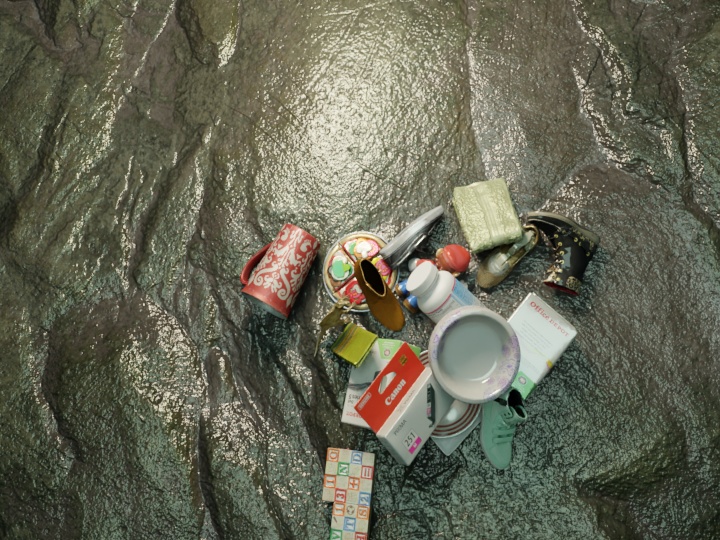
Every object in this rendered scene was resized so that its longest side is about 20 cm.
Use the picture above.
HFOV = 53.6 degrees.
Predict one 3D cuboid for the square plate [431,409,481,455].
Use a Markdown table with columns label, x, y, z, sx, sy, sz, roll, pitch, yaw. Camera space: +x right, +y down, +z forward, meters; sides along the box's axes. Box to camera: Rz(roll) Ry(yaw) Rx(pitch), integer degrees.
| label | x | y | z | sx | sy | sz | roll | pitch | yaw |
| --- | --- | --- | --- | --- | --- | --- | --- | --- | --- |
| square plate | 0.207 | 0.291 | 1.682 | 0.200 | 0.028 | 0.198 | -43 | 76 | -4 |

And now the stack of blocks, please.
| label | x | y | z | sx | sy | sz | roll | pitch | yaw |
| --- | --- | --- | --- | --- | --- | --- | --- | --- | --- |
| stack of blocks | -0.028 | 0.519 | 1.644 | 0.112 | 0.059 | 0.206 | 4 | 78 | 9 |

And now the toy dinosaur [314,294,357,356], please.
| label | x | y | z | sx | sy | sz | roll | pitch | yaw |
| --- | --- | --- | --- | --- | --- | --- | --- | --- | --- |
| toy dinosaur | -0.068 | 0.115 | 1.724 | 0.058 | 0.202 | 0.100 | 46 | 43 | 17 |

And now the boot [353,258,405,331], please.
| label | x | y | z | sx | sy | sz | roll | pitch | yaw |
| --- | --- | --- | --- | --- | --- | --- | --- | --- | --- |
| boot | 0.047 | 0.062 | 1.678 | 0.070 | 0.144 | 0.203 | -35 | 94 | -5 |

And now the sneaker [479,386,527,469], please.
| label | x | y | z | sx | sy | sz | roll | pitch | yaw |
| --- | --- | --- | --- | --- | --- | --- | --- | --- | --- |
| sneaker | 0.322 | 0.352 | 1.588 | 0.072 | 0.118 | 0.207 | -8 | 92 | -23 |

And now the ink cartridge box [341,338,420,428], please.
| label | x | y | z | sx | sy | sz | roll | pitch | yaw |
| --- | --- | --- | --- | --- | --- | --- | --- | --- | --- |
| ink cartridge box | 0.048 | 0.266 | 1.649 | 0.143 | 0.083 | 0.206 | -1 | 73 | 46 |

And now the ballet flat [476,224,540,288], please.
| label | x | y | z | sx | sy | sz | roll | pitch | yaw |
| --- | --- | --- | --- | --- | --- | --- | --- | --- | --- |
| ballet flat | 0.356 | -0.040 | 1.720 | 0.070 | 0.065 | 0.200 | 43 | 86 | 14 |

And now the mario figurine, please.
| label | x | y | z | sx | sy | sz | roll | pitch | yaw |
| --- | --- | --- | --- | --- | --- | --- | --- | --- | --- |
| mario figurine | 0.185 | 0.017 | 1.739 | 0.198 | 0.106 | 0.124 | -36 | 111 | 9 |

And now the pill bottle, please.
| label | x | y | z | sx | sy | sz | roll | pitch | yaw |
| --- | --- | --- | --- | --- | --- | --- | --- | --- | --- |
| pill bottle | 0.201 | 0.074 | 1.649 | 0.199 | 0.108 | 0.110 | 41 | 83 | -19 |

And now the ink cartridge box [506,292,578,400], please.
| label | x | y | z | sx | sy | sz | roll | pitch | yaw |
| --- | --- | --- | --- | --- | --- | --- | --- | --- | --- |
| ink cartridge box | 0.386 | 0.177 | 1.655 | 0.145 | 0.088 | 0.201 | 40 | 87 | 14 |

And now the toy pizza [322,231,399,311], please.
| label | x | y | z | sx | sy | sz | roll | pitch | yaw |
| --- | --- | --- | --- | --- | --- | --- | --- | --- | --- |
| toy pizza | 0.000 | 0.000 | 1.776 | 0.194 | 0.032 | 0.206 | -2 | 77 | 7 |

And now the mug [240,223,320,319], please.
| label | x | y | z | sx | sy | sz | roll | pitch | yaw |
| --- | --- | --- | --- | --- | --- | --- | --- | --- | --- |
| mug | -0.208 | -0.011 | 1.758 | 0.174 | 0.134 | 0.203 | 27 | 78 | 11 |

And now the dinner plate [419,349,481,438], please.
| label | x | y | z | sx | sy | sz | roll | pitch | yaw |
| --- | --- | --- | --- | --- | --- | --- | --- | --- | --- |
| dinner plate | 0.186 | 0.284 | 1.660 | 0.194 | 0.024 | 0.206 | -2 | 78 | 7 |

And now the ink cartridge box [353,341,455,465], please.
| label | x | y | z | sx | sy | sz | roll | pitch | yaw |
| --- | --- | --- | --- | --- | --- | --- | --- | --- | --- |
| ink cartridge box | 0.102 | 0.289 | 1.565 | 0.201 | 0.043 | 0.175 | -48 | 111 | -24 |

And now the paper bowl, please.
| label | x | y | z | sx | sy | sz | roll | pitch | yaw |
| --- | --- | --- | --- | --- | --- | --- | --- | --- | --- |
| paper bowl | 0.244 | 0.181 | 1.563 | 0.194 | 0.104 | 0.207 | 0 | 94 | -2 |

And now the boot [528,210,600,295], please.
| label | x | y | z | sx | sy | sz | roll | pitch | yaw |
| --- | --- | --- | --- | --- | --- | --- | --- | --- | --- |
| boot | 0.464 | -0.042 | 1.680 | 0.196 | 0.073 | 0.154 | 22 | 83 | -20 |

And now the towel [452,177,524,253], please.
| label | x | y | z | sx | sy | sz | roll | pitch | yaw |
| --- | --- | --- | --- | --- | --- | --- | --- | --- | --- |
| towel | 0.307 | -0.138 | 1.735 | 0.144 | 0.037 | 0.204 | -15 | 54 | 6 |

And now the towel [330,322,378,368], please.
| label | x | y | z | sx | sy | sz | roll | pitch | yaw |
| --- | --- | --- | --- | --- | --- | --- | --- | --- | --- |
| towel | -0.017 | 0.170 | 1.663 | 0.018 | 0.199 | 0.087 | 36 | 83 | -17 |

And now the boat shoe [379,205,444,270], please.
| label | x | y | z | sx | sy | sz | roll | pitch | yaw |
| --- | --- | --- | --- | --- | --- | --- | --- | --- | --- |
| boat shoe | 0.139 | -0.079 | 1.758 | 0.199 | 0.072 | 0.068 | -40 | 99 | -14 |
